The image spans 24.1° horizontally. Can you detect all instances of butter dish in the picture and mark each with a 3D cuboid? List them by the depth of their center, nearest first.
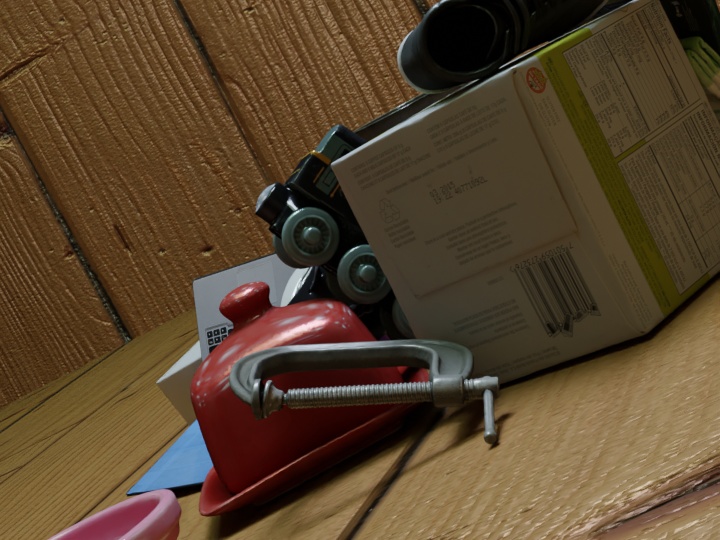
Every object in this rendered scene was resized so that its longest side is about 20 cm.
[{"bbox_3d":[-0.060,0.078,1.309,0.199,0.148,0.199,-28,6,-1],"label":"butter dish"}]

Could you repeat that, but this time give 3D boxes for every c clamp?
[{"bbox_3d":[0.001,0.075,1.151,0.198,0.027,0.171,-2,18,10],"label":"c clamp"}]

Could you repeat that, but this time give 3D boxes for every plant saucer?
[{"bbox_3d":[-0.210,0.227,1.203,0.200,0.051,0.201,-28,6,3],"label":"plant saucer"}]

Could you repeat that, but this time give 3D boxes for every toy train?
[{"bbox_3d":[0.017,-0.025,1.333,0.114,0.199,0.085,-57,6,-6],"label":"toy train"}]

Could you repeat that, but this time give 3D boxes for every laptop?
[{"bbox_3d":[-0.128,0.091,1.529,0.115,0.202,0.187,-1,-10,-41],"label":"laptop"}]

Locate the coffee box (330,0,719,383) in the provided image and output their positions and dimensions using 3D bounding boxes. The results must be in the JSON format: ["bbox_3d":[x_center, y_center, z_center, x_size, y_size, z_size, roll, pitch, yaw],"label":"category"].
[{"bbox_3d":[0.140,-0.055,1.238,0.199,0.201,0.197,-22,8,46],"label":"coffee box"}]

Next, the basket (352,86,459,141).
[{"bbox_3d":[0.093,-0.097,1.904,0.135,0.201,0.180,-27,6,5],"label":"basket"}]

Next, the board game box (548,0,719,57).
[{"bbox_3d":[0.216,-0.182,1.320,0.134,0.028,0.200,1,-23,23],"label":"board game box"}]

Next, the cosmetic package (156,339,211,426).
[{"bbox_3d":[-0.100,0.085,1.681,0.200,0.085,0.108,-29,12,44],"label":"cosmetic package"}]

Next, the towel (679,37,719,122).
[{"bbox_3d":[0.250,-0.119,1.364,0.148,0.031,0.200,-8,-27,37],"label":"towel"}]

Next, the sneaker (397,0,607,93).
[{"bbox_3d":[0.117,-0.185,1.159,0.199,0.071,0.099,-33,7,2],"label":"sneaker"}]

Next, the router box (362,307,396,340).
[{"bbox_3d":[0.048,0.019,1.562,0.200,0.051,0.149,-44,21,-31],"label":"router box"}]

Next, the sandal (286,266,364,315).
[{"bbox_3d":[-0.013,0.002,1.432,0.043,0.076,0.201,113,-179,-69],"label":"sandal"}]

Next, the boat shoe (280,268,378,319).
[{"bbox_3d":[0.000,0.000,1.495,0.063,0.071,0.200,-17,24,44],"label":"boat shoe"}]
